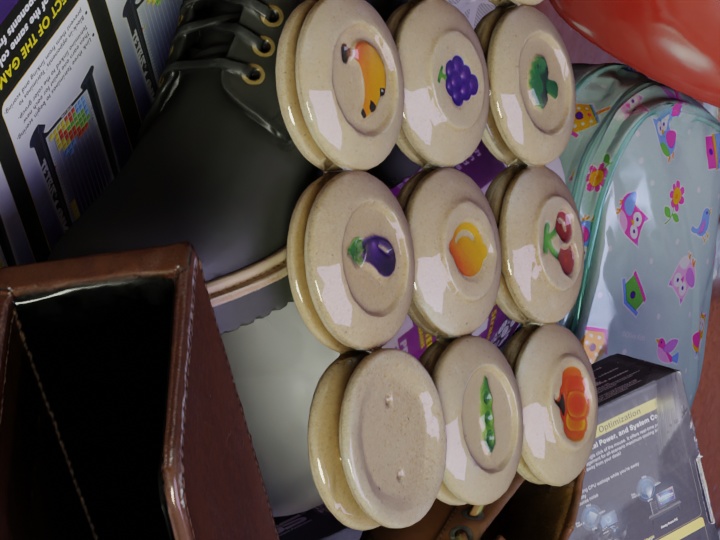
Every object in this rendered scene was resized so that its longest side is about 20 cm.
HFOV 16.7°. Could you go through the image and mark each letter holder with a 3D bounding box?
[{"bbox_3d":[-0.072,0.117,0.625,0.143,0.100,0.201,-92,172,-45],"label":"letter holder"}]

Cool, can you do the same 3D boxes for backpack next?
[{"bbox_3d":[0.082,0.009,1.061,0.167,0.126,0.201,9,91,-63],"label":"backpack"}]

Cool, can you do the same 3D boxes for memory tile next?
[{"bbox_3d":[0.026,-0.030,0.720,0.153,0.017,0.202,-3,89,-55],"label":"memory tile"}]

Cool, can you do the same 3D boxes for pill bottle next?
[{"bbox_3d":[0.000,0.000,0.891,0.200,0.112,0.113,-38,136,-54],"label":"pill bottle"}]

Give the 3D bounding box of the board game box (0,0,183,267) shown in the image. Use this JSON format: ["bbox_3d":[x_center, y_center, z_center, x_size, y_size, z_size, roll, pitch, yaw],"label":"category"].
[{"bbox_3d":[-0.103,-0.041,0.712,0.200,0.056,0.166,-59,153,-35],"label":"board game box"}]

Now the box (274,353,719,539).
[{"bbox_3d":[0.046,0.142,0.896,0.199,0.049,0.162,-23,109,-25],"label":"box"}]

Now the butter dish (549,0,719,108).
[{"bbox_3d":[0.142,-0.146,0.995,0.147,0.200,0.201,-21,132,-42],"label":"butter dish"}]

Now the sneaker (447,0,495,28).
[{"bbox_3d":[0.049,-0.118,0.930,0.200,0.115,0.076,15,89,-66],"label":"sneaker"}]

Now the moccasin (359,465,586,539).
[{"bbox_3d":[0.035,0.112,0.746,0.202,0.077,0.074,-63,148,-60],"label":"moccasin"}]

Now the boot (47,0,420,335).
[{"bbox_3d":[-0.042,-0.073,0.698,0.200,0.077,0.139,-49,134,-54],"label":"boot"}]
